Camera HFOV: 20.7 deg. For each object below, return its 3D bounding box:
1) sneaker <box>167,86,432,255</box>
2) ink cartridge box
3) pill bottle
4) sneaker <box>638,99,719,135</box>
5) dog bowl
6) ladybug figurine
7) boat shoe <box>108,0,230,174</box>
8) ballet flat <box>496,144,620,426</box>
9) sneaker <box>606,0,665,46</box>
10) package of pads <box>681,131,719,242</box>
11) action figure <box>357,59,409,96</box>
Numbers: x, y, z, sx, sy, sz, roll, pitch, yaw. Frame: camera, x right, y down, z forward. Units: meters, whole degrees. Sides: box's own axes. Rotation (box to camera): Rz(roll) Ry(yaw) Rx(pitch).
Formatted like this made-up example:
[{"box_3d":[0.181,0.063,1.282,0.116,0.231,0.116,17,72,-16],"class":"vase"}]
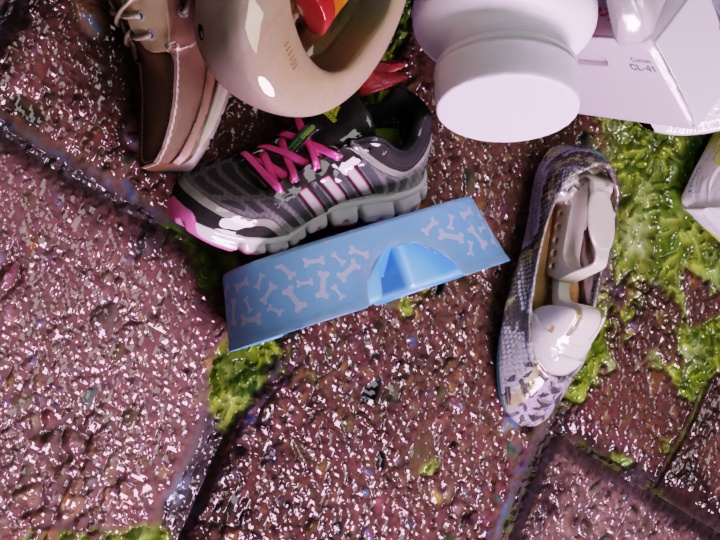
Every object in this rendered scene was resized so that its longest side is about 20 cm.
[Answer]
[{"box_3d":[-0.031,-0.071,1.224,0.200,0.074,0.088,-13,135,-37],"class":"sneaker"},{"box_3d":[0.214,-0.199,1.357,0.200,0.147,0.086,-52,127,-20],"class":"ink cartridge box"},{"box_3d":[0.091,-0.190,1.257,0.119,0.120,0.200,17,62,-34],"class":"pill bottle"},{"box_3d":[0.281,-0.190,1.453,0.200,0.147,0.081,-26,127,15],"class":"sneaker"},{"box_3d":[0.000,0.000,1.249,0.200,0.111,0.050,-18,89,-32],"class":"dog bowl"},{"box_3d":[-0.035,-0.171,1.157,0.200,0.072,0.136,-53,132,-40],"class":"ladybug figurine"},{"box_3d":[-0.117,-0.159,1.187,0.074,0.076,0.200,13,77,-28],"class":"boat shoe"},{"box_3d":[0.141,0.010,1.366,0.072,0.072,0.201,13,85,-34],"class":"ballet flat"},{"box_3d":[0.198,-0.223,1.271,0.200,0.088,0.075,-78,158,-44],"class":"sneaker"},{"box_3d":[0.341,-0.090,1.498,0.154,0.068,0.200,38,71,-30],"class":"package of pads"},{"box_3d":[0.006,-0.223,1.254,0.099,0.065,0.200,-23,107,3],"class":"action figure"}]
